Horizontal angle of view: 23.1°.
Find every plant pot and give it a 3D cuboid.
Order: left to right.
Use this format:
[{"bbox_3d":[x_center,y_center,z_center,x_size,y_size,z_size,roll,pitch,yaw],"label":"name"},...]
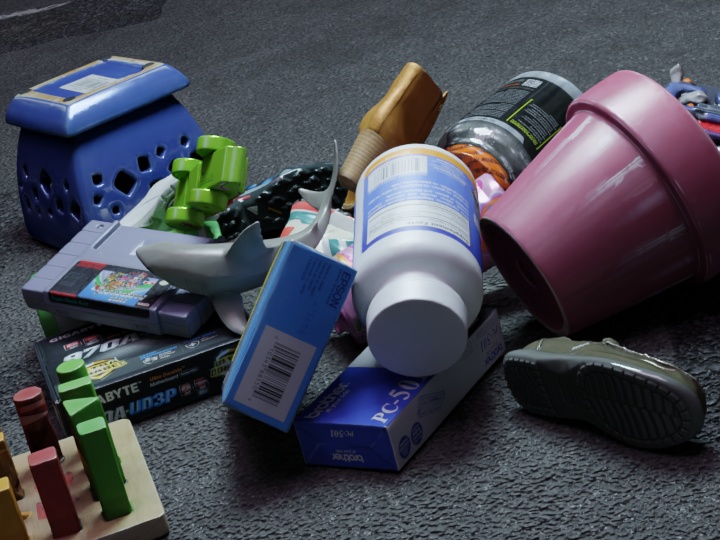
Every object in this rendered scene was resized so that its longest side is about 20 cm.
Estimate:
[{"bbox_3d":[-0.296,-0.143,2.087,0.199,0.182,0.199,-26,24,-30],"label":"plant pot"},{"bbox_3d":[0.211,-0.044,1.542,0.178,0.201,0.200,-36,26,-10],"label":"plant pot"}]

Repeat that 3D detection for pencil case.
[{"bbox_3d":[0.055,-0.010,1.631,0.199,0.088,0.087,-31,24,-5],"label":"pencil case"}]

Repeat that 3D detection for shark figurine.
[{"bbox_3d":[-0.086,-0.030,1.622,0.213,0.090,0.128,-26,58,-22],"label":"shark figurine"}]

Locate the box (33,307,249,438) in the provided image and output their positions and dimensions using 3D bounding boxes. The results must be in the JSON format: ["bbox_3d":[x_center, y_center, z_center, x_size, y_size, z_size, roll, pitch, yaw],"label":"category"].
[{"bbox_3d":[-0.198,0.082,1.661,0.198,0.046,0.159,-19,23,-11],"label":"box"}]

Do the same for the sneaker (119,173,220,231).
[{"bbox_3d":[-0.222,-0.042,1.887,0.199,0.078,0.100,-36,18,12],"label":"sneaker"}]

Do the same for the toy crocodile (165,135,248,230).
[{"bbox_3d":[-0.146,-0.082,1.725,0.061,0.068,0.200,11,-16,-21],"label":"toy crocodile"}]

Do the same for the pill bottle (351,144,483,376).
[{"bbox_3d":[0.048,-0.007,1.483,0.111,0.113,0.201,-10,38,9],"label":"pill bottle"}]

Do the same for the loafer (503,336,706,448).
[{"bbox_3d":[0.196,0.081,1.374,0.069,0.076,0.199,-33,28,-30],"label":"loafer"}]

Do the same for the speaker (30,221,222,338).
[{"bbox_3d":[-0.231,0.013,1.798,0.198,0.089,0.089,-17,22,-5],"label":"speaker"}]

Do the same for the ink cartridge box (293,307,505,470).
[{"bbox_3d":[0.036,0.095,1.482,0.093,0.045,0.200,0,27,34],"label":"ink cartridge box"}]

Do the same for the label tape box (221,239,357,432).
[{"bbox_3d":[-0.064,0.052,1.496,0.066,0.145,0.200,23,-2,-3],"label":"label tape box"}]

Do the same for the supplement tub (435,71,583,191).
[{"bbox_3d":[0.152,-0.117,1.817,0.122,0.124,0.200,2,26,35],"label":"supplement tub"}]

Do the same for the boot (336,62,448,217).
[{"bbox_3d":[0.042,-0.113,1.761,0.070,0.201,0.145,30,77,18],"label":"boot"}]

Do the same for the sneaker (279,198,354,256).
[{"bbox_3d":[-0.001,0.000,1.731,0.198,0.070,0.094,18,72,29],"label":"sneaker"}]

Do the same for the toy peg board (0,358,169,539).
[{"bbox_3d":[-0.278,0.164,1.446,0.197,0.099,0.200,-18,22,-10],"label":"toy peg board"}]

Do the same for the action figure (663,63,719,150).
[{"bbox_3d":[0.390,-0.140,1.811,0.198,0.105,0.194,17,36,8],"label":"action figure"}]

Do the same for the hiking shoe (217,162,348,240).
[{"bbox_3d":[-0.104,-0.077,1.945,0.198,0.075,0.087,-20,23,-13],"label":"hiking shoe"}]

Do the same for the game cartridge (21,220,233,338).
[{"bbox_3d":[-0.215,0.005,1.698,0.198,0.039,0.130,8,34,29],"label":"game cartridge"}]
